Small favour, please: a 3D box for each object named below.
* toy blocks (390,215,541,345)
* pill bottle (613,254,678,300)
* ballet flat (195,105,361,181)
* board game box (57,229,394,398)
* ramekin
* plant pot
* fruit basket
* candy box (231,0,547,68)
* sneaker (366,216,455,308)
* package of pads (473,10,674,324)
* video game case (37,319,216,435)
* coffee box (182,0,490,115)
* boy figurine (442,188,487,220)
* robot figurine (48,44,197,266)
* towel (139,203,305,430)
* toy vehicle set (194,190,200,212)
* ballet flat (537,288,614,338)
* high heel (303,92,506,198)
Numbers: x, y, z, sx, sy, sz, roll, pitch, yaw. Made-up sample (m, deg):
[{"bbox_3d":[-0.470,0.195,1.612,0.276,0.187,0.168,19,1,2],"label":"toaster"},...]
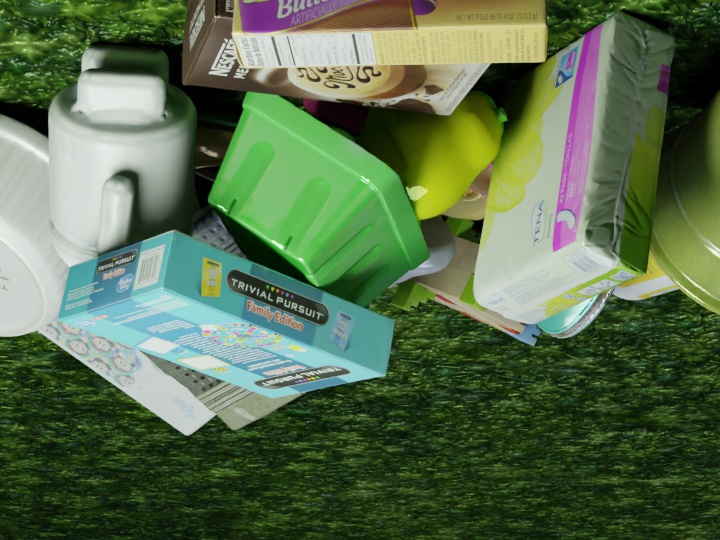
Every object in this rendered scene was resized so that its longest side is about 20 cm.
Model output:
[{"bbox_3d":[0.111,0.016,1.845,0.136,0.100,0.200,28,176,-29],"label":"toy blocks"},{"bbox_3d":[0.256,-0.037,1.763,0.111,0.112,0.200,18,153,-41],"label":"pill bottle"},{"bbox_3d":[-0.066,-0.094,1.678,0.199,0.063,0.069,7,-165,-7],"label":"ballet flat"},{"bbox_3d":[-0.099,0.036,1.534,0.199,0.047,0.151,22,158,-32],"label":"board game box"},{"bbox_3d":[-0.309,-0.032,1.706,0.202,0.094,0.203,16,142,13],"label":"ramekin"},{"bbox_3d":[0.324,-0.089,1.545,0.199,0.201,0.190,3,148,-6],"label":"plant pot"},{"bbox_3d":[0.002,-0.076,1.548,0.155,0.216,0.216,33,168,18],"label":"fruit basket"},{"bbox_3d":[0.020,-0.194,1.326,0.199,0.117,0.056,0,160,4],"label":"candy box"},{"bbox_3d":[0.000,0.000,1.711,0.199,0.089,0.075,2,-155,39],"label":"sneaker"},{"bbox_3d":[0.156,-0.072,1.536,0.068,0.201,0.154,22,153,-22],"label":"package of pads"},{"bbox_3d":[-0.188,0.054,1.831,0.200,0.024,0.182,36,140,-13],"label":"video game case"},{"bbox_3d":[-0.016,-0.173,1.436,0.199,0.080,0.113,6,160,-14],"label":"coffee box"},{"bbox_3d":[0.081,-0.079,1.725,0.199,0.065,0.124,-7,159,19],"label":"boy figurine"},{"bbox_3d":[-0.184,-0.073,1.598,0.112,0.170,0.201,4,120,-1],"label":"robot figurine"},{"bbox_3d":[-0.109,0.037,1.738,0.192,0.035,0.200,41,131,-21],"label":"towel"},{"bbox_3d":[-0.192,-0.020,1.792,0.124,0.027,0.200,11,139,18],"label":"toy vehicle set"},{"bbox_3d":[0.201,-0.037,1.696,0.074,0.074,0.201,9,115,-23],"label":"ballet flat"},{"bbox_3d":[0.052,-0.096,1.627,0.199,0.096,0.067,8,160,-19],"label":"high heel"}]
